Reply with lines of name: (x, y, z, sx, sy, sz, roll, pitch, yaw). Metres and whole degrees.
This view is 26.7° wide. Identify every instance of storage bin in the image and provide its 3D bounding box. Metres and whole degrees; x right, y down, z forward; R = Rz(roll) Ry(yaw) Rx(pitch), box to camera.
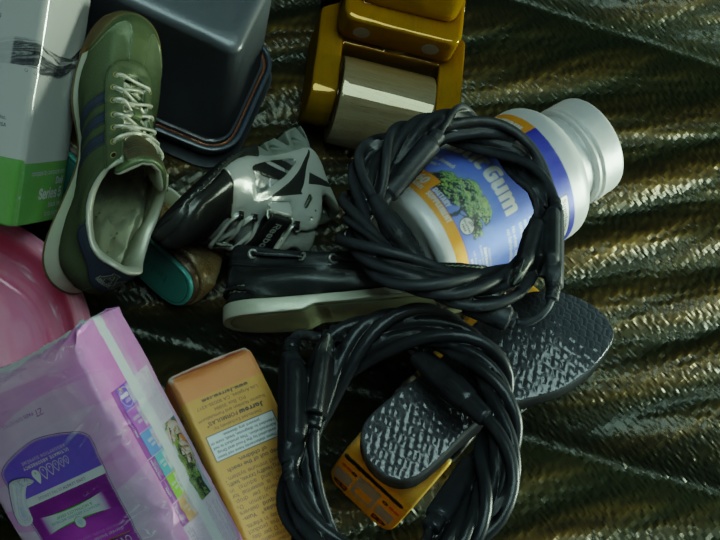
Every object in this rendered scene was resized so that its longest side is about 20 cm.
storage bin: (-0.163, -0.184, 1.149, 0.198, 0.135, 0.147, 24, 61, -2)

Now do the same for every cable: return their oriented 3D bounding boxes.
cable: (0.065, -0.043, 1.058, 0.161, 0.051, 0.201, 8, 45, -1)
cable: (0.026, 0.120, 0.986, 0.161, 0.051, 0.202, -1, 60, -3)

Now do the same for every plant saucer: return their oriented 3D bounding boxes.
plant saucer: (-0.286, 0.056, 1.046, 0.198, 0.051, 0.203, 6, 63, -12)

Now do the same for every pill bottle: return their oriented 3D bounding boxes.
pill bottle: (0.107, -0.057, 1.176, 0.199, 0.112, 0.113, -31, 76, -26)

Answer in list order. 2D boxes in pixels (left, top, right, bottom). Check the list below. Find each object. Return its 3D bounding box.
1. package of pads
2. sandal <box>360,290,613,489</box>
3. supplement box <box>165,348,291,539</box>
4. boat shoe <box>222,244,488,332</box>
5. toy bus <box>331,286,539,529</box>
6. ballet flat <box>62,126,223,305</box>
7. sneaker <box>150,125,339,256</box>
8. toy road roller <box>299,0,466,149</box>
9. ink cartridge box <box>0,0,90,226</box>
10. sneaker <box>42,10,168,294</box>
package of pads: (-0.165, 0.136, 0.964, 0.202, 0.120, 0.076, 63, 27, -7)
sandal: (0.085, 0.080, 1.056, 0.199, 0.043, 0.076, -30, 68, -11)
supplement box: (-0.068, 0.161, 1.039, 0.068, 0.067, 0.201, -21, 72, -24)
boat shoe: (0.000, 0.001, 1.069, 0.197, 0.075, 0.067, -6, 73, 2)
toy bus: (0.068, 0.092, 1.112, 0.065, 0.078, 0.200, 41, 61, 7)
ballet flat: (-0.180, -0.056, 1.128, 0.199, 0.068, 0.072, 38, 41, 4)
sneaker: (-0.073, -0.042, 1.110, 0.089, 0.074, 0.200, 54, 35, 1)
toy road roller: (0.031, -0.203, 1.205, 0.121, 0.146, 0.202, 12, 62, -9)
ink cartridge box: (-0.274, -0.145, 1.051, 0.144, 0.084, 0.203, 12, 98, 11)
sneaker: (-0.158, -0.081, 1.036, 0.067, 0.089, 0.203, 16, 82, -37)
